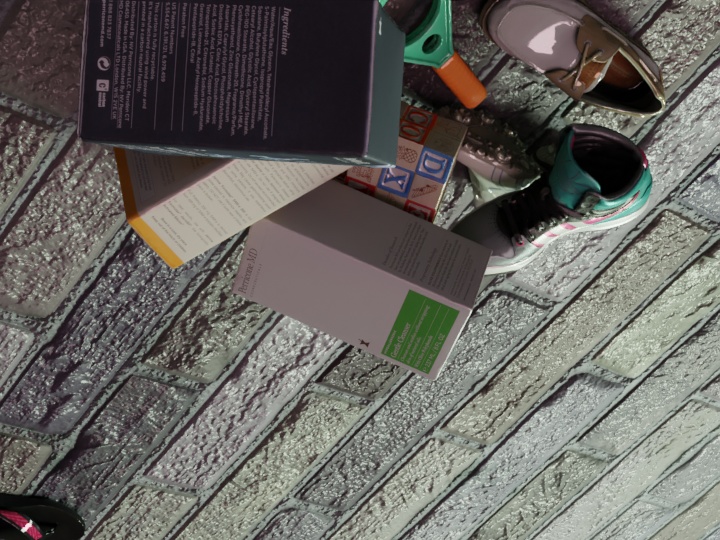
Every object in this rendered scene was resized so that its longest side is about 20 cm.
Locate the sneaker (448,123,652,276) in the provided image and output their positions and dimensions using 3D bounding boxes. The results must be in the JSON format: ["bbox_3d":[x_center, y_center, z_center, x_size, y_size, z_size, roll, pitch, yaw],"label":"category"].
[{"bbox_3d":[0.167,-0.064,1.065,0.200,0.084,0.121,-22,156,-6],"label":"sneaker"}]

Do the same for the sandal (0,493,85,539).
[{"bbox_3d":[-0.395,0.278,1.335,0.200,0.045,0.075,25,120,-37],"label":"sandal"}]

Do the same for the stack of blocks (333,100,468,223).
[{"bbox_3d":[0.012,-0.058,1.115,0.115,0.059,0.200,21,130,4],"label":"stack of blocks"}]

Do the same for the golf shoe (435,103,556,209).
[{"bbox_3d":[0.131,-0.086,1.161,0.200,0.078,0.097,22,128,-34],"label":"golf shoe"}]

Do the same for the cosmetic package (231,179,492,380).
[{"bbox_3d":[0.000,0.000,1.068,0.200,0.085,0.108,22,136,2],"label":"cosmetic package"}]

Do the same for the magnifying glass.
[{"bbox_3d":[0.061,-0.190,1.033,0.080,0.022,0.200,-43,149,7],"label":"magnifying glass"}]

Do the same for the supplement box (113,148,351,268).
[{"bbox_3d":[-0.100,-0.107,1.013,0.200,0.126,0.074,-29,135,9],"label":"supplement box"}]

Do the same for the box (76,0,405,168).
[{"bbox_3d":[-0.077,-0.133,0.866,0.200,0.148,0.107,4,93,10],"label":"box"}]

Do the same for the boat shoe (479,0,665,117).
[{"bbox_3d":[0.197,-0.193,1.083,0.200,0.068,0.075,14,126,-31],"label":"boat shoe"}]
